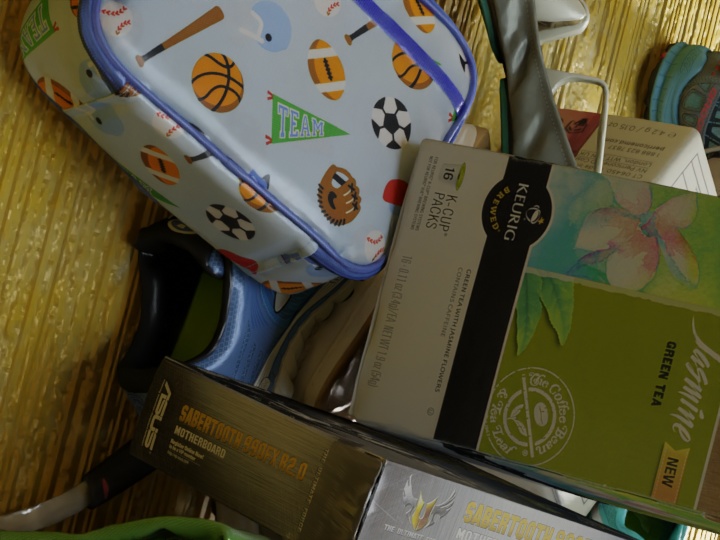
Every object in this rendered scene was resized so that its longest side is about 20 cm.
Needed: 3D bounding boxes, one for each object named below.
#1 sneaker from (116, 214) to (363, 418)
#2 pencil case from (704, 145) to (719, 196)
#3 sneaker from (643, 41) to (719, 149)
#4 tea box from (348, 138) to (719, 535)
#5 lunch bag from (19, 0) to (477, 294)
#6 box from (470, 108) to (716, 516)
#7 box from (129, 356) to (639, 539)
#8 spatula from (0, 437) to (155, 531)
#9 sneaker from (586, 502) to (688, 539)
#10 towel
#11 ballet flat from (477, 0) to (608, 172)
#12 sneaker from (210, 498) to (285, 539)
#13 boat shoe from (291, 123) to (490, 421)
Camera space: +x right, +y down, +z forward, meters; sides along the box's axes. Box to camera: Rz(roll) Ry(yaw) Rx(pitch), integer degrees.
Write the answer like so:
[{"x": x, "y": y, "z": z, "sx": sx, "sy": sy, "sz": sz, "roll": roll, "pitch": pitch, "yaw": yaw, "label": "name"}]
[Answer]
[{"x": -0.051, "y": -0.009, "z": 1.085, "sx": 0.089, "sy": 0.078, "sz": 0.201, "roll": 49, "pitch": 56, "yaw": -43, "label": "sneaker"}, {"x": 0.218, "y": 0.022, "z": 1.404, "sx": 0.089, "sy": 0.078, "sz": 0.201, "roll": -22, "pitch": 132, "yaw": -30, "label": "pencil case"}, {"x": 0.246, "y": -0.055, "z": 1.438, "sx": 0.080, "sy": 0.095, "sz": 0.200, "roll": -60, "pitch": 139, "yaw": -21, "label": "sneaker"}, {"x": 0.136, "y": 0.041, "z": 1.047, "sx": 0.200, "sy": 0.196, "sz": 0.135, "roll": 23, "pitch": 80, "yaw": -58, "label": "tea box"}, {"x": -0.045, "y": -0.100, "z": 1.026, "sx": 0.200, "sy": 0.075, "sz": 0.161, "roll": 44, "pitch": 59, "yaw": -24, "label": "lunch bag"}, {"x": 0.106, "y": 0.024, "z": 1.270, "sx": 0.200, "sy": 0.108, "sz": 0.128, "roll": -48, "pitch": 134, "yaw": -32, "label": "box"}, {"x": 0.021, "y": 0.103, "z": 1.021, "sx": 0.199, "sy": 0.158, "sz": 0.049, "roll": 22, "pitch": 88, "yaw": -41, "label": "box"}, {"x": -0.138, "y": 0.106, "z": 1.051, "sx": 0.200, "sy": 0.020, "sz": 0.057, "roll": -27, "pitch": 120, "yaw": -46, "label": "spatula"}, {"x": 0.165, "y": 0.120, "z": 1.286, "sx": 0.077, "sy": 0.080, "sz": 0.200, "roll": 41, "pitch": 39, "yaw": -11, "label": "sneaker"}, {"x": -0.070, "y": 0.127, "z": 1.021, "sx": 0.200, "sy": 0.148, "sz": 0.031, "roll": 28, "pitch": 59, "yaw": -61, "label": "towel"}, {"x": 0.094, "y": -0.108, "z": 1.210, "sx": 0.067, "sy": 0.063, "sz": 0.202, "roll": 45, "pitch": 36, "yaw": -81, "label": "ballet flat"}, {"x": -0.025, "y": 0.165, "z": 1.164, "sx": 0.074, "sy": 0.079, "sz": 0.201, "roll": -35, "pitch": 131, "yaw": -43, "label": "sneaker"}, {"x": 0.000, "y": 0.000, "z": 1.159, "sx": 0.071, "sy": 0.069, "sz": 0.201, "roll": 89, "pitch": 24, "yaw": -48, "label": "boat shoe"}]
